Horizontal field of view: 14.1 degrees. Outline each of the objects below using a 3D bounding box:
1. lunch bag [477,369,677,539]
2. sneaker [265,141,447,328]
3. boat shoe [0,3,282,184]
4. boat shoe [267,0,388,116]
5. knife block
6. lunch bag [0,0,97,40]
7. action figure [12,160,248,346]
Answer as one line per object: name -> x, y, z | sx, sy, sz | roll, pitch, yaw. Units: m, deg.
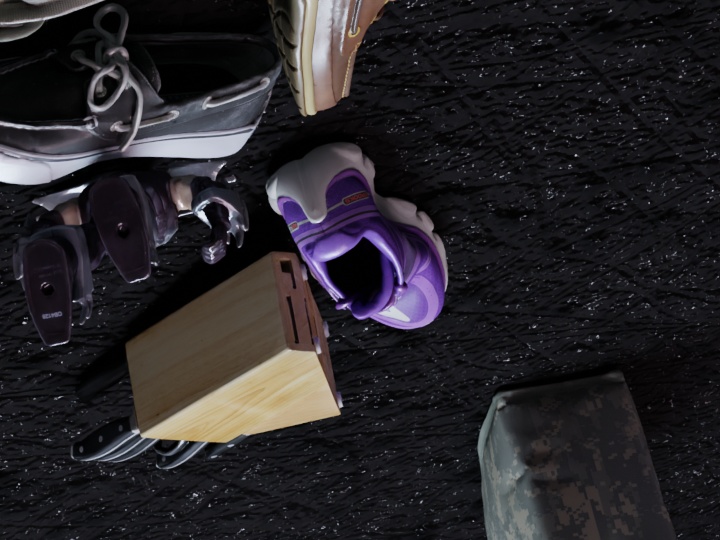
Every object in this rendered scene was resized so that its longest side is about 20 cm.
lunch bag -> 0.149, 0.192, 2.084 | 0.117, 0.164, 0.200 | -9, 153, -13
sneaker -> 0.000, 0.000, 1.717 | 0.080, 0.084, 0.200 | -24, 154, 13
boat shoe -> -0.127, -0.091, 1.478 | 0.199, 0.074, 0.068 | -1, 143, -34
boat shoe -> -0.010, -0.144, 1.447 | 0.067, 0.072, 0.200 | -12, 151, -7
knife block -> -0.105, 0.064, 1.771 | 0.175, 0.064, 0.200 | -13, 161, 2
lunch bag -> -0.137, -0.190, 1.161 | 0.200, 0.164, 0.118 | -19, 151, 7
action figure -> -0.131, -0.018, 1.557 | 0.130, 0.070, 0.200 | -22, -174, 9
